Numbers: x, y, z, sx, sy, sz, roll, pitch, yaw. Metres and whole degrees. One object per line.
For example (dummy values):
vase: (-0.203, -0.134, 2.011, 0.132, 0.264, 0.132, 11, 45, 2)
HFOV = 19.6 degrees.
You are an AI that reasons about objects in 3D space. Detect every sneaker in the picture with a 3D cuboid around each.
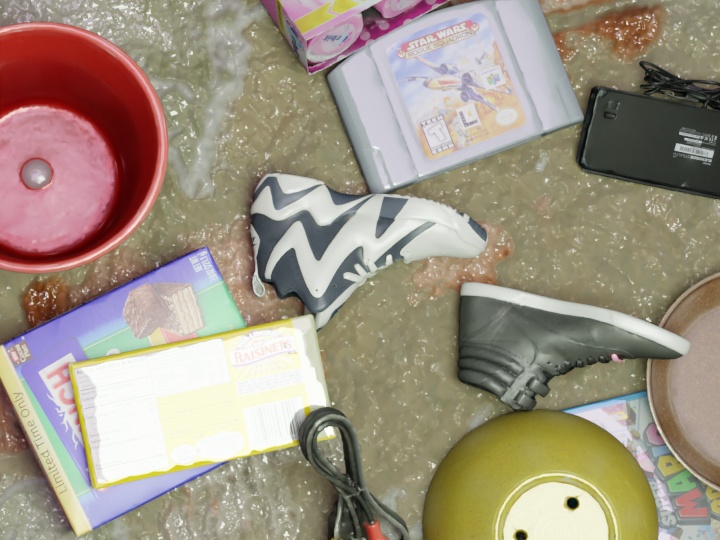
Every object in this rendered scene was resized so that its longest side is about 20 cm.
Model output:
sneaker: (0.000, 0.000, 1.741, 0.199, 0.079, 0.130, 12, 83, -6)
sneaker: (0.171, 0.076, 1.745, 0.199, 0.071, 0.099, 11, 84, 16)

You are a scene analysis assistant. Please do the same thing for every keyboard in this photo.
keyboard: (0.290, -0.121, 1.821, 0.199, 0.040, 0.104, 11, 101, -12)

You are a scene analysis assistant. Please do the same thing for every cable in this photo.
cable: (0.000, 0.195, 1.689, 0.097, 0.050, 0.200, -15, 128, -18)

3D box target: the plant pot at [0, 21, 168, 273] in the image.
plant pot: (-0.257, -0.085, 1.665, 0.200, 0.177, 0.201, 1, 84, -8)

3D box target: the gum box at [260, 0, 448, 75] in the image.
gum box: (0.012, -0.267, 1.764, 0.200, 0.066, 0.114, -29, 70, -10)

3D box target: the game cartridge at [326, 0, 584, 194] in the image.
game cartridge: (0.079, -0.156, 1.792, 0.200, 0.042, 0.134, -21, 91, -10)

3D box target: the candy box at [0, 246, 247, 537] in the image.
candy box: (-0.181, 0.098, 1.705, 0.200, 0.077, 0.169, -26, 90, -9)

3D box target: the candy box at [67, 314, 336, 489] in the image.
candy box: (-0.126, 0.104, 1.661, 0.199, 0.026, 0.103, -11, 87, -11)

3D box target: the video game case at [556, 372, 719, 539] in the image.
video game case: (0.269, 0.171, 1.788, 0.199, 0.018, 0.144, -12, 86, -9)

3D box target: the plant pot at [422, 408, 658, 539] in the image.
plant pot: (0.151, 0.212, 1.692, 0.199, 0.142, 0.201, 0, 85, 1)

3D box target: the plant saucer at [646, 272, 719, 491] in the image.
plant saucer: (0.337, 0.098, 1.778, 0.200, 0.037, 0.201, 1, 80, -7)
